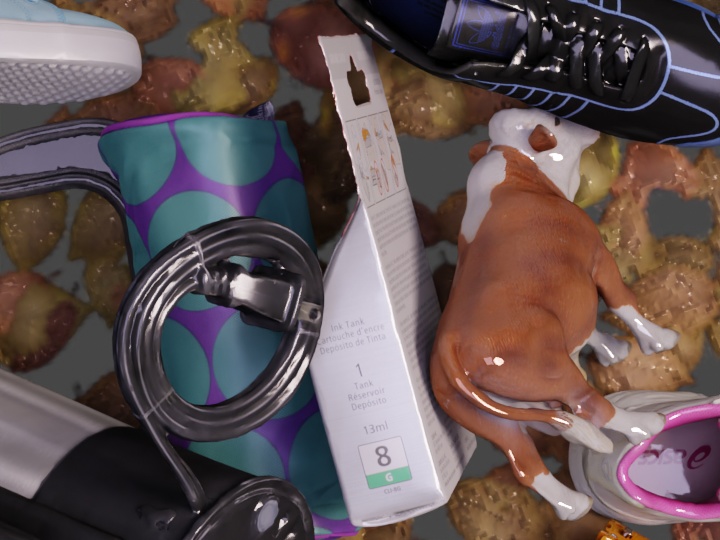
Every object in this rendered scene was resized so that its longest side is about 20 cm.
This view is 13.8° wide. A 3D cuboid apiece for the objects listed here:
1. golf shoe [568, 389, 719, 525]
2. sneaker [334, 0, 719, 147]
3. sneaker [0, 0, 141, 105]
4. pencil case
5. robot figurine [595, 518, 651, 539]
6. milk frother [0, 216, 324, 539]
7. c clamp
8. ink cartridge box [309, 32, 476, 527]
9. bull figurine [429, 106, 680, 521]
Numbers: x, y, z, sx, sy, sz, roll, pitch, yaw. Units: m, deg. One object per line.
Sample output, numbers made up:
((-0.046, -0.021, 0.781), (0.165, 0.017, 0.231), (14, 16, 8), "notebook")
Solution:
((0.196, 0.085, 1.334), (0.200, 0.092, 0.075), (-7, 91, -1), "golf shoe")
((0.082, -0.098, 1.304), (0.200, 0.078, 0.070), (18, 105, 17), "sneaker")
((-0.194, -0.126, 1.331), (0.200, 0.074, 0.082), (7, 77, -10), "sneaker")
((-0.057, 0.028, 1.318), (0.085, 0.092, 0.200), (-10, 89, -32), "pencil case")
((0.171, 0.207, 1.338), (0.200, 0.058, 0.145), (31, 107, 10), "robot figurine")
((-0.119, 0.063, 1.229), (0.188, 0.181, 0.200), (21, 78, 29), "milk frother")
((-0.155, 0.013, 1.363), (0.171, 0.027, 0.200), (-16, 91, -5), "c clamp")
((0.000, 0.000, 1.290), (0.050, 0.161, 0.200), (-16, 93, 8), "ink cartridge box")
((0.082, 0.013, 1.307), (0.121, 0.200, 0.065), (44, 128, -16), "bull figurine")
